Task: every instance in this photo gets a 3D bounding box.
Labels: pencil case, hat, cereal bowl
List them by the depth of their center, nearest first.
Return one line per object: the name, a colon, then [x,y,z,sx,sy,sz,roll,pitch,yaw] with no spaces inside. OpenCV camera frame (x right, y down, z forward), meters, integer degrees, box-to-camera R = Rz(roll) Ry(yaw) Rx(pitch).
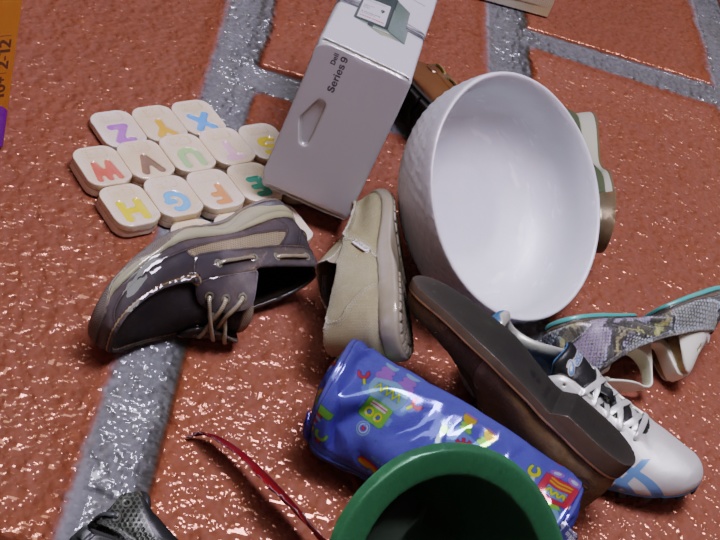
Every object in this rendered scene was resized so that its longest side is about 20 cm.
hat: [0.016,0.180,0.802,0.164,0.176,0.203,-18,95,-24]
pencil case: [0.053,0.130,0.837,0.199,0.078,0.087,31,58,12]
cereal bowl: [0.103,-0.055,1.023,0.198,0.083,0.203,7,79,-38]

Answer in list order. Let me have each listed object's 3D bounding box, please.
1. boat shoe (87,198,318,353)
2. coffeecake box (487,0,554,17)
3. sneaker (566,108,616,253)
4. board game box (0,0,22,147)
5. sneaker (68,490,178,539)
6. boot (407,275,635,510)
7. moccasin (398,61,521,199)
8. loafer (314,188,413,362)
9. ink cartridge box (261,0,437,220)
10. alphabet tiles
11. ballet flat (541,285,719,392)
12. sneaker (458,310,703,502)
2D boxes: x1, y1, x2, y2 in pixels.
boat shoe: [-0.104,0.010,0.905,0.073,0.075,0.199,43,48,19]
coffeecake box: [0.155,-0.401,1.498,0.151,0.074,0.201,12,40,-12]
sneaker: [0.177,-0.090,1.160,0.089,0.068,0.201,11,37,-6]
board game box: [-0.387,-0.217,0.937,0.198,0.201,0.200,-14,51,-36]
sneaker: [-0.169,0.178,0.685,0.197,0.077,0.115,8,39,-20]
boot: [0.094,0.088,0.882,0.200,0.076,0.073,46,24,12]
moccasin: [0.095,-0.127,1.162,0.077,0.074,0.202,-12,40,-23]
loafer: [0.000,0.000,0.954,0.067,0.077,0.201,-8,28,3]
ink cartridge box: [-0.006,-0.159,1.075,0.083,0.147,0.201,23,34,-4]
alphabet tiles: [-0.134,-0.080,1.043,0.198,0.015,0.196,-13,50,-36]
ballet flat: [0.232,0.061,1.019,0.198,0.073,0.072,-9,47,-32]
sneaker: [0.166,0.101,0.925,0.198,0.073,0.072,31,38,9]
